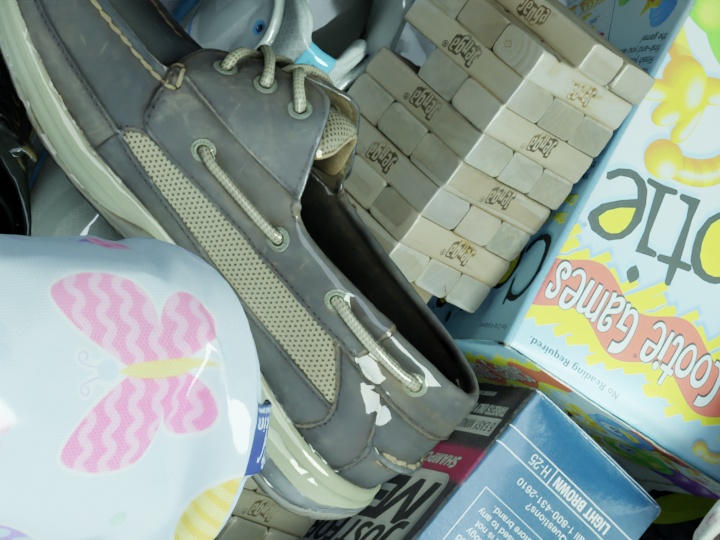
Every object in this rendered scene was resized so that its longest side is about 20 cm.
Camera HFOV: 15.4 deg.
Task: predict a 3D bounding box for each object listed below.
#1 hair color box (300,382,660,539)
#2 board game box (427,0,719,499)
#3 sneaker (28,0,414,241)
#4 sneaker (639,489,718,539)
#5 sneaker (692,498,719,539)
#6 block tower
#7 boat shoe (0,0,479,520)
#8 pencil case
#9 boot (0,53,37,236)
[{"bbox_3d":[-0.005,0.128,0.830,0.061,0.100,0.200,43,76,-13],"label":"hair color box"},{"bbox_3d":[0.113,-0.038,0.872,0.103,0.105,0.201,33,80,-17],"label":"board game box"},{"bbox_3d":[-0.041,-0.051,0.827,0.075,0.087,0.201,36,79,-17],"label":"sneaker"},{"bbox_3d":[0.147,0.106,0.901,0.199,0.066,0.079,-13,105,-23],"label":"sneaker"},{"bbox_3d":[0.158,0.048,0.789,0.104,0.075,0.201,-10,119,-56],"label":"sneaker"},{"bbox_3d":[0.000,0.000,0.815,0.054,0.058,0.200,25,105,-50],"label":"block tower"},{"bbox_3d":[-0.032,-0.030,0.746,0.073,0.075,0.201,-29,98,16],"label":"boat shoe"},{"bbox_3d":[-0.123,0.034,0.640,0.199,0.083,0.091,3,105,-35],"label":"pencil case"},{"bbox_3d":[-0.111,-0.056,0.773,0.077,0.138,0.201,10,85,-20],"label":"boot"}]
